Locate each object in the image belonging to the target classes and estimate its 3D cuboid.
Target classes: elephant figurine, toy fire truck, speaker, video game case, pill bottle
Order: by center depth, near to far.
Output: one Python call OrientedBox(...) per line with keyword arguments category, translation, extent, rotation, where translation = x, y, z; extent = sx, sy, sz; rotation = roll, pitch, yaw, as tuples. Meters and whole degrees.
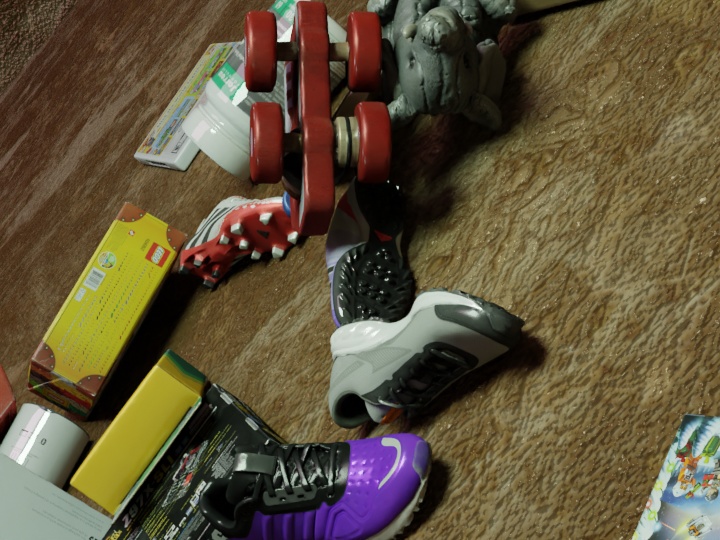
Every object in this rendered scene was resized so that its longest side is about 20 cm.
OrientedBox(category="elephant figurine", translation=(0.063, -0.171, 1.106), extent=(0.141, 0.155, 0.201), rotation=(-33, 31, 28))
OrientedBox(category="toy fire truck", translation=(-0.042, -0.121, 1.114), extent=(0.168, 0.111, 0.201), rotation=(108, 159, -69))
OrientedBox(category="speaker", translation=(-0.362, 0.242, 1.356), extent=(0.081, 0.081, 0.201), rotation=(-11, 47, 53))
OrientedBox(category="pill bottle", translation=(-0.099, -0.205, 1.457), extent=(0.200, 0.113, 0.113), rotation=(-49, 26, 6))
OrientedBox(category="video game case", translation=(-0.219, -0.226, 1.785), extent=(0.201, 0.023, 0.182), rotation=(-57, 26, -9))

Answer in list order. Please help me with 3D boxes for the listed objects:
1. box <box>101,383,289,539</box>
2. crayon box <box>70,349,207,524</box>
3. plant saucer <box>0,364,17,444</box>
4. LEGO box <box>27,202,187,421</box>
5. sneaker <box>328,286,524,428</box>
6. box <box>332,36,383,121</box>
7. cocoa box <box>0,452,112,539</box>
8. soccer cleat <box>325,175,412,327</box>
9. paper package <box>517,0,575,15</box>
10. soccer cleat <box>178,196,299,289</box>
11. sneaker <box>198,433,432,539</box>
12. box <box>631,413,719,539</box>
OrientedBox(category="box", translation=(-0.140, 0.205, 1.077), extent=(0.200, 0.049, 0.160), rotation=(-55, 23, -5))
OrientedBox(category="crayon box", translation=(-0.193, 0.141, 1.164), extent=(0.126, 0.051, 0.200), rotation=(-54, 5, -3))
OrientedBox(category="plant saucer", translation=(-0.416, 0.230, 1.383), extent=(0.200, 0.037, 0.200), rotation=(102, -168, -47))
OrientedBox(category="LEGO box", translation=(-0.274, 0.046, 1.413), extent=(0.201, 0.077, 0.149), rotation=(-63, 6, -21))
OrientedBox(category="sneaker", translation=(0.044, 0.068, 0.938), extent=(0.200, 0.074, 0.080), rotation=(-27, 44, 52))
OrientedBox(category="box", translation=(0.011, -0.184, 1.284), extent=(0.201, 0.021, 0.164), rotation=(-59, 1, -12))
OrientedBox(category="cocoa box", translation=(-0.351, 0.255, 1.183), extent=(0.131, 0.200, 0.134), rotation=(-33, 32, 35))
OrientedBox(category="soccer cleat", translation=(0.000, 0.000, 1.103), extent=(0.073, 0.068, 0.201), rotation=(-54, 20, 36))
OrientedBox(category="paper package", translation=(0.140, -0.319, 1.122), extent=(0.200, 0.190, 0.104), rotation=(-2, 56, 59))
OrientedBox(category="soccer cleat", translation=(-0.118, -0.047, 1.343), extent=(0.200, 0.068, 0.086), rotation=(-28, 39, 48))
OrientedBox(category="sneaker", translation=(-0.042, 0.153, 0.920), extent=(0.200, 0.099, 0.070), rotation=(-30, 35, 39))
OrientedBox(category="box", translation=(0.208, 0.139, 0.602), extent=(0.200, 0.040, 0.137), rotation=(-4, 54, 57))
